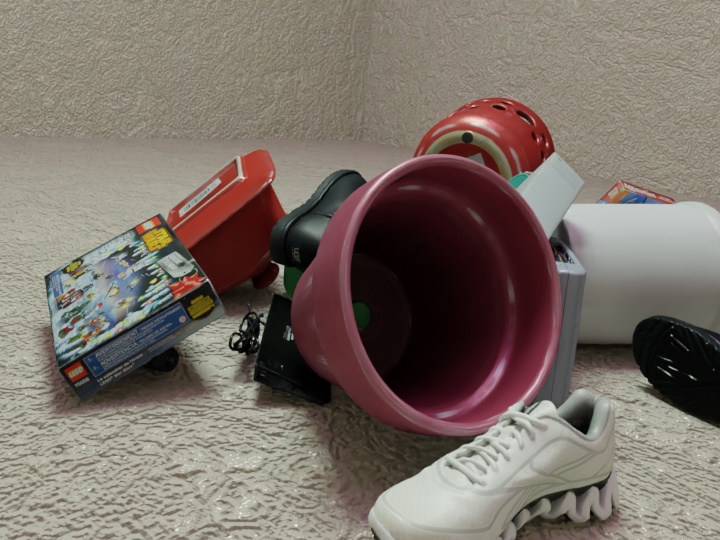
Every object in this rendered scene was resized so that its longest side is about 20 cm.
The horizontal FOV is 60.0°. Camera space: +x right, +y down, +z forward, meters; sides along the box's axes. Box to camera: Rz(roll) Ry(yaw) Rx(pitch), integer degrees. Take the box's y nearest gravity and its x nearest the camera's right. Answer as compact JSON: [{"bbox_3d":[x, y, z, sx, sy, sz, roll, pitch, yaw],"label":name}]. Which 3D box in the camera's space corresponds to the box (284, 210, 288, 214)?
[{"bbox_3d":[-0.205,-0.071,1.066,0.196,0.041,0.137,-2,18,-24],"label":"box"}]

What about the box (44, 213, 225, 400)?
[{"bbox_3d":[-0.222,0.021,0.592,0.135,0.040,0.199,-31,33,-16],"label":"box"}]

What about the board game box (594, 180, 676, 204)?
[{"bbox_3d":[0.316,-0.036,0.843,0.101,0.201,0.020,10,49,-27],"label":"board game box"}]

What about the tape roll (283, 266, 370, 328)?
[{"bbox_3d":[0.000,0.000,0.801,0.195,0.049,0.202,7,27,-4],"label":"tape roll"}]

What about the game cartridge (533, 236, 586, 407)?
[{"bbox_3d":[0.180,0.046,0.603,0.040,0.136,0.200,10,14,9],"label":"game cartridge"}]

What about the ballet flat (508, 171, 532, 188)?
[{"bbox_3d":[0.178,-0.040,0.826,0.063,0.201,0.076,20,31,-29],"label":"ballet flat"}]

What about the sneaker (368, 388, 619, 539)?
[{"bbox_3d":[0.091,0.127,0.401,0.196,0.083,0.075,-7,21,-31],"label":"sneaker"}]

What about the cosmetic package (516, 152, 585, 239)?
[{"bbox_3d":[0.134,-0.018,0.664,0.052,0.200,0.150,45,45,4],"label":"cosmetic package"}]

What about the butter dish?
[{"bbox_3d":[-0.161,-0.039,0.805,0.199,0.149,0.200,-37,25,3],"label":"butter dish"}]

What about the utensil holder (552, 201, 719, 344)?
[{"bbox_3d":[0.304,0.005,0.740,0.195,0.174,0.170,-1,16,-9],"label":"utensil holder"}]

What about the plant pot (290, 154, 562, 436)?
[{"bbox_3d":[0.032,0.030,0.512,0.196,0.205,0.178,-4,-9,-30],"label":"plant pot"}]

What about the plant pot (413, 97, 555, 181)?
[{"bbox_3d":[0.181,-0.147,0.938,0.196,0.205,0.182,12,25,23],"label":"plant pot"}]

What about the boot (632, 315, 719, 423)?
[{"bbox_3d":[0.390,0.095,0.602,0.165,0.078,0.199,-11,29,-34],"label":"boot"}]

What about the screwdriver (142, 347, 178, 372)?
[{"bbox_3d":[-0.251,0.064,0.612,0.196,0.028,0.029,12,-11,29],"label":"screwdriver"}]

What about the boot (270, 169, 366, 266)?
[{"bbox_3d":[0.012,-0.047,0.733,0.165,0.078,0.200,14,34,24],"label":"boot"}]

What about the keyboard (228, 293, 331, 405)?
[{"bbox_3d":[-0.080,0.078,0.628,0.103,0.040,0.200,28,12,-9],"label":"keyboard"}]
